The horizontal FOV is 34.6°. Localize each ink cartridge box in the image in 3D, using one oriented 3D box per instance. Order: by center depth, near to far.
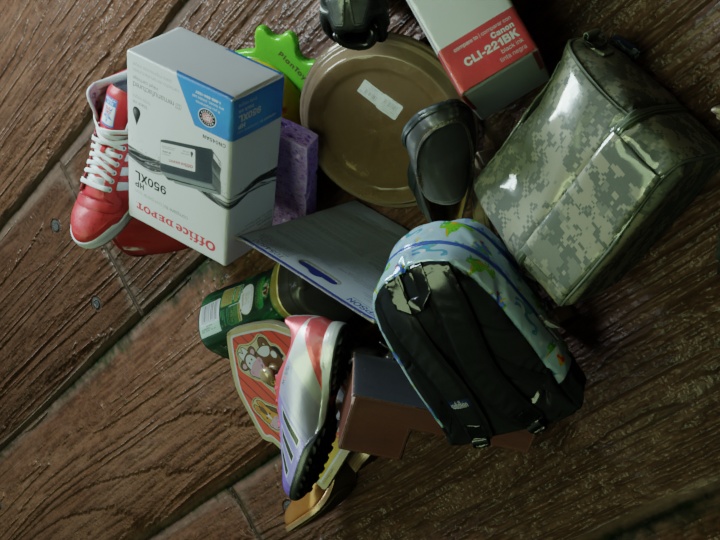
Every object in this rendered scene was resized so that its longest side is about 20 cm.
[{"bbox_3d":[0.092,-0.257,1.093,0.084,0.144,0.201,-31,82,11],"label":"ink cartridge box"},{"bbox_3d":[-0.164,-0.127,1.201,0.144,0.084,0.201,27,131,25],"label":"ink cartridge box"},{"bbox_3d":[0.000,0.000,1.222,0.199,0.200,0.041,32,121,30],"label":"ink cartridge box"}]

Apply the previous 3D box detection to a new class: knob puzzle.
[{"bbox_3d":[-0.087,0.142,1.328,0.219,0.030,0.221,22,128,31],"label":"knob puzzle"}]

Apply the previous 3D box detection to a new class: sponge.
[{"bbox_3d":[-0.103,-0.099,1.301,0.111,0.030,0.200,24,146,13],"label":"sponge"}]

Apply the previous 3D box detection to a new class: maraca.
[{"bbox_3d":[-0.102,-0.196,1.304,0.137,0.107,0.200,41,143,-8],"label":"maraca"}]

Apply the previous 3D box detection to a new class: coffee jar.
[{"bbox_3d":[-0.098,0.043,1.380,0.200,0.104,0.086,-24,53,42],"label":"coffee jar"}]

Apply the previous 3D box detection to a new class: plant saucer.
[{"bbox_3d":[0.025,-0.152,1.217,0.199,0.029,0.201,10,123,16],"label":"plant saucer"}]

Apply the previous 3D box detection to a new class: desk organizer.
[{"bbox_3d":[0.080,0.155,1.213,0.199,0.072,0.077,12,122,-7],"label":"desk organizer"}]

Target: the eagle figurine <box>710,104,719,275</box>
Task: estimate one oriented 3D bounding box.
[{"bbox_3d":[0.360,-0.061,0.968,0.200,0.150,0.152,62,-177,-32],"label":"eagle figurine"}]

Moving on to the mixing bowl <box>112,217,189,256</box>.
[{"bbox_3d":[-0.211,-0.105,1.391,0.108,0.200,0.201,12,111,21],"label":"mixing bowl"}]

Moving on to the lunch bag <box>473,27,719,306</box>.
[{"bbox_3d":[0.208,-0.095,1.057,0.168,0.139,0.200,48,127,19],"label":"lunch bag"}]

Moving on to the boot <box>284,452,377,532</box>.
[{"bbox_3d":[-0.070,0.214,1.426,0.155,0.077,0.200,47,126,18],"label":"boot"}]

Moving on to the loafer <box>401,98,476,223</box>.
[{"bbox_3d":[0.083,-0.097,1.105,0.072,0.200,0.073,-18,71,0],"label":"loafer"}]

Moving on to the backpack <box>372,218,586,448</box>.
[{"bbox_3d":[0.098,0.050,1.085,0.163,0.154,0.200,-24,126,37],"label":"backpack"}]

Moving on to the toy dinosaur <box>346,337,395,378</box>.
[{"bbox_3d":[-0.004,0.112,1.339,0.200,0.102,0.077,-5,112,50],"label":"toy dinosaur"}]

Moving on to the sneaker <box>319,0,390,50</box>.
[{"bbox_3d":[-0.004,-0.269,1.157,0.070,0.200,0.098,-2,100,6],"label":"sneaker"}]

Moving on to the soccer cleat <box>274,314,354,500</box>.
[{"bbox_3d":[-0.063,0.146,1.244,0.073,0.068,0.201,15,99,18],"label":"soccer cleat"}]

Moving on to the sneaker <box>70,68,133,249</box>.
[{"bbox_3d":[-0.270,-0.128,1.250,0.071,0.113,0.201,22,75,19],"label":"sneaker"}]

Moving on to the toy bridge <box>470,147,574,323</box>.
[{"bbox_3d":[0.149,-0.031,1.175,0.027,0.067,0.201,-29,84,42],"label":"toy bridge"}]
